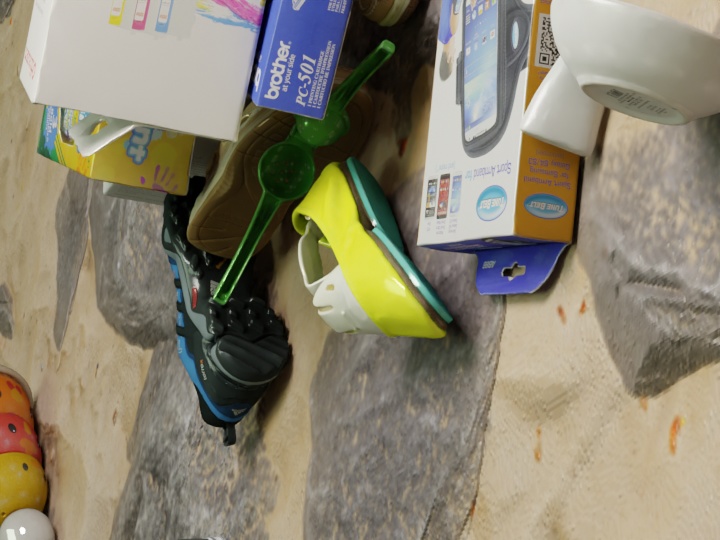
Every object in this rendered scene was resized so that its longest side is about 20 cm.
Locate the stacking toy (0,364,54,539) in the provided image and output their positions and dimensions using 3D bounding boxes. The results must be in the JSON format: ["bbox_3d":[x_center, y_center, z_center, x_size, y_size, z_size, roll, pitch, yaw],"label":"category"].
[{"bbox_3d":[-0.328,0.194,2.006,0.200,0.146,0.146,49,131,37],"label":"stacking toy"}]

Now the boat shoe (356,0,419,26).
[{"bbox_3d":[0.000,-0.249,1.368,0.072,0.076,0.201,150,123,-60],"label":"boat shoe"}]

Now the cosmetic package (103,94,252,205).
[{"bbox_3d":[-0.119,-0.133,1.614,0.200,0.081,0.113,135,138,-57],"label":"cosmetic package"}]

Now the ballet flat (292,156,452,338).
[{"bbox_3d":[0.000,0.000,1.294,0.067,0.067,0.200,-37,29,6],"label":"ballet flat"}]

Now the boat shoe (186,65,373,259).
[{"bbox_3d":[-0.056,-0.084,1.455,0.200,0.074,0.069,-42,36,46],"label":"boat shoe"}]

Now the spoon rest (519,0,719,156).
[{"bbox_3d":[0.122,-0.097,1.026,0.200,0.099,0.061,157,132,-79],"label":"spoon rest"}]

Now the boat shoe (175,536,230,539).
[{"bbox_3d":[-0.127,0.281,1.520,0.070,0.066,0.201,-166,84,-68],"label":"boat shoe"}]

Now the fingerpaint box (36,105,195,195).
[{"bbox_3d":[-0.156,-0.163,1.514,0.167,0.073,0.201,-155,75,-67],"label":"fingerpaint box"}]

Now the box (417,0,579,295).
[{"bbox_3d":[0.077,-0.089,1.182,0.119,0.041,0.201,173,105,-67],"label":"box"}]

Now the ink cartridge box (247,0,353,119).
[{"bbox_3d":[-0.048,-0.160,1.361,0.200,0.044,0.094,-126,49,-71],"label":"ink cartridge box"}]

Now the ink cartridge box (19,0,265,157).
[{"bbox_3d":[-0.126,-0.167,1.324,0.129,0.125,0.201,-132,53,-73],"label":"ink cartridge box"}]

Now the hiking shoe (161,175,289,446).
[{"bbox_3d":[-0.108,0.019,1.547,0.200,0.074,0.087,-104,32,-42],"label":"hiking shoe"}]

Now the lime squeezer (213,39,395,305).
[{"bbox_3d":[-0.037,-0.074,1.357,0.200,0.038,0.071,-54,-2,24],"label":"lime squeezer"}]
